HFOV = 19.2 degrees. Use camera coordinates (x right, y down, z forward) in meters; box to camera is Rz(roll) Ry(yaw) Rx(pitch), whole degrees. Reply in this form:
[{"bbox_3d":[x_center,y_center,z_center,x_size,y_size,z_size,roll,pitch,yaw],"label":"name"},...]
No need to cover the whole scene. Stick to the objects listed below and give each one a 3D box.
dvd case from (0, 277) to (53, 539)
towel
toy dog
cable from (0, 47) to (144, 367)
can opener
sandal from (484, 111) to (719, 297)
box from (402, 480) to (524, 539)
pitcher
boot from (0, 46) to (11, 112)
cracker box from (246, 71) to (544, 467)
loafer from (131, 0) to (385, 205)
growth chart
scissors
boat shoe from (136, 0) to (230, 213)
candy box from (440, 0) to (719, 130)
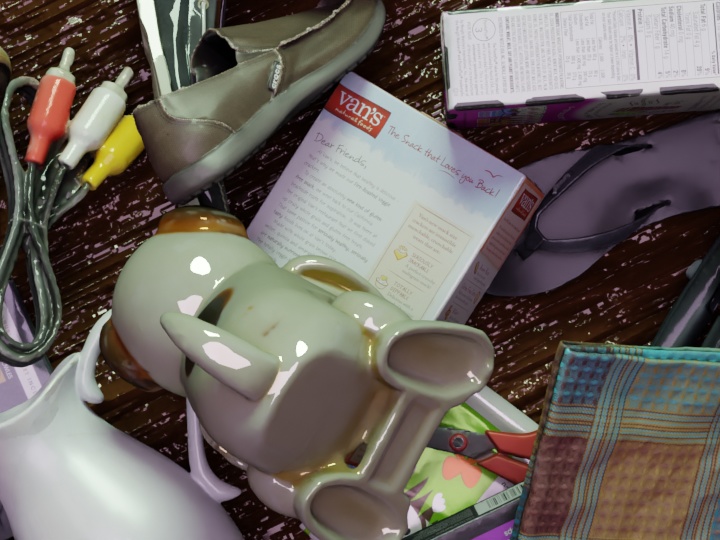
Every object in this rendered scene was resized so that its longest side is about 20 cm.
[{"bbox_3d":[-0.278,0.113,1.324,0.200,0.016,0.149,-24,87,2],"label":"dvd case"},{"bbox_3d":[0.190,0.113,1.238,0.199,0.022,0.147,4,108,-23],"label":"towel"},{"bbox_3d":[-0.063,0.049,1.163,0.194,0.200,0.140,12,104,-40],"label":"toy dog"},{"bbox_3d":[-0.191,-0.045,1.269,0.097,0.050,0.200,29,57,-18],"label":"cable"},{"bbox_3d":[0.205,0.034,1.266,0.063,0.079,0.200,36,94,41],"label":"can opener"},{"bbox_3d":[0.151,-0.046,1.291,0.200,0.043,0.076,-25,87,2],"label":"sandal"},{"bbox_3d":[0.092,0.239,1.272,0.143,0.036,0.200,-26,100,0],"label":"box"},{"bbox_3d":[-0.132,0.134,1.257,0.171,0.121,0.200,-38,96,1],"label":"pitcher"},{"bbox_3d":[-0.242,-0.033,1.237,0.072,0.200,0.167,0,74,-21],"label":"boot"},{"bbox_3d":[0.000,0.000,1.275,0.134,0.058,0.200,33,91,21],"label":"cracker box"},{"bbox_3d":[-0.058,-0.120,1.241,0.071,0.073,0.200,51,50,-9],"label":"loafer"},{"bbox_3d":[0.037,0.156,1.306,0.144,0.018,0.200,28,88,3],"label":"growth chart"},{"bbox_3d":[0.074,0.101,1.293,0.200,0.014,0.073,26,93,5],"label":"scissors"},{"bbox_3d":[-0.094,-0.107,1.287,0.067,0.072,0.201,-8,78,-7],"label":"boat shoe"},{"bbox_3d":[0.147,-0.123,1.246,0.199,0.136,0.061,-3,89,2],"label":"candy box"}]
